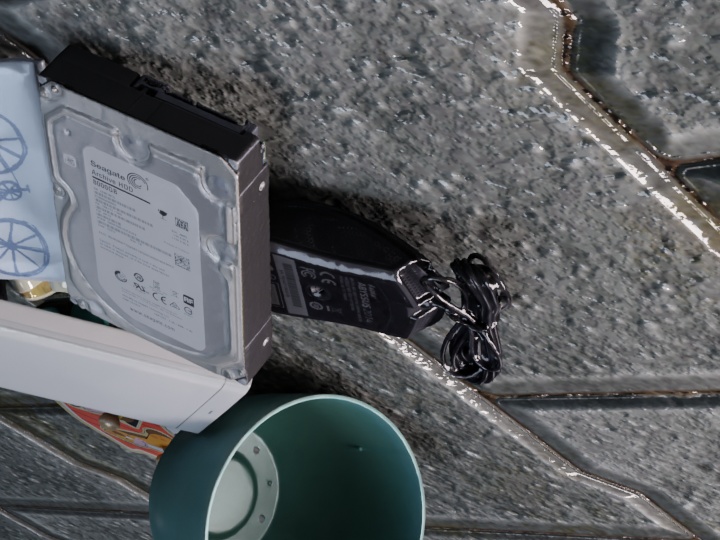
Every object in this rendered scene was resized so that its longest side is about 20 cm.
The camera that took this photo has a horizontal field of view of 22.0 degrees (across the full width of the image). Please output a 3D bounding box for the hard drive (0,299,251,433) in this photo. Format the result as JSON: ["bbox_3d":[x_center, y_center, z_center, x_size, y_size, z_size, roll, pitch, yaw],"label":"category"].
[{"bbox_3d":[-0.191,0.070,1.334,0.199,0.027,0.132,16,156,-17],"label":"hard drive"}]

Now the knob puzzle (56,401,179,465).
[{"bbox_3d":[-0.199,0.142,1.662,0.218,0.031,0.220,18,157,8],"label":"knob puzzle"}]

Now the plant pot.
[{"bbox_3d":[-0.075,0.188,1.465,0.200,0.201,0.161,35,164,-31],"label":"plant pot"}]

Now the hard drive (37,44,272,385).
[{"bbox_3d":[-0.120,-0.028,1.106,0.139,0.038,0.201,25,141,18],"label":"hard drive"}]

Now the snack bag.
[{"bbox_3d":[-0.280,-0.061,1.158,0.199,0.021,0.189,0,136,5],"label":"snack bag"}]

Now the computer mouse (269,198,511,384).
[{"bbox_3d":[0.000,0.000,1.146,0.199,0.053,0.139,15,152,10],"label":"computer mouse"}]

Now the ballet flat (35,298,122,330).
[{"bbox_3d":[-0.196,0.040,1.393,0.200,0.063,0.068,-26,85,60],"label":"ballet flat"}]

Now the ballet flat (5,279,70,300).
[{"bbox_3d":[-0.203,-0.009,1.273,0.199,0.075,0.074,-7,145,42],"label":"ballet flat"}]

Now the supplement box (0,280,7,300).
[{"bbox_3d":[-0.358,0.004,1.384,0.200,0.061,0.109,33,-166,-29],"label":"supplement box"}]
